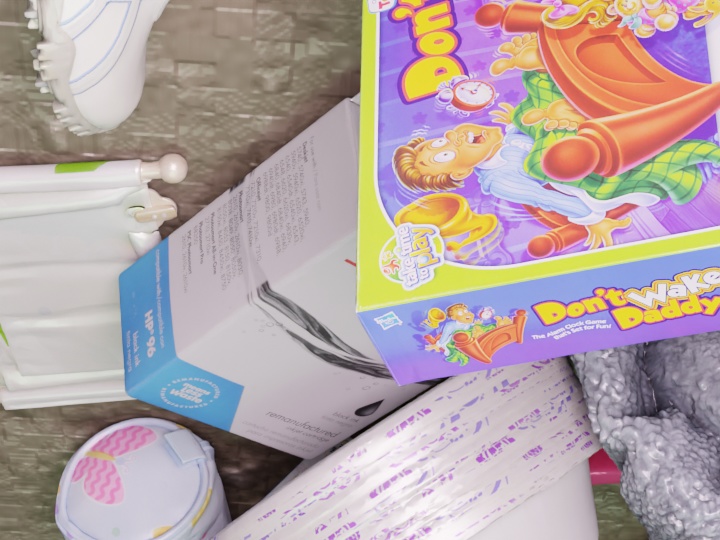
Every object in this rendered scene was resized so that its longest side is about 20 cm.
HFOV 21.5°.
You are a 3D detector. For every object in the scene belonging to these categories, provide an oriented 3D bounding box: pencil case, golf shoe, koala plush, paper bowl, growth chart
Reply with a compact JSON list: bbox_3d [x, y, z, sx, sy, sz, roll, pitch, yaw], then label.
[{"bbox_3d":[-0.101,0.164,1.054,0.090,0.084,0.201,-20,143,-1],"label":"pencil case"},{"bbox_3d":[-0.073,-0.120,0.675,0.096,0.079,0.201,-2,145,-6],"label":"golf shoe"},{"bbox_3d":[0.212,0.056,0.841,0.199,0.185,0.178,-24,139,13],"label":"koala plush"},{"bbox_3d":[0.030,0.122,0.885,0.200,0.105,0.201,-31,174,-4],"label":"paper bowl"},{"bbox_3d":[-0.146,0.012,0.902,0.143,0.018,0.201,1,144,1],"label":"growth chart"}]

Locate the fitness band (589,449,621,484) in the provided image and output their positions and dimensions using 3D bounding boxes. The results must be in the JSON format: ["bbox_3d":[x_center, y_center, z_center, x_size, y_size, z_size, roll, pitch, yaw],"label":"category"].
[{"bbox_3d":[0.118,0.155,1.074,0.142,0.038,0.200,11,142,-13],"label":"fitness band"}]

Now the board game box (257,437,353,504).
[{"bbox_3d":[-0.034,0.192,1.058,0.034,0.134,0.201,35,155,29],"label":"board game box"}]

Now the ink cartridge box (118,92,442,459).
[{"bbox_3d":[0.000,0.000,0.824,0.116,0.068,0.200,23,136,-37],"label":"ink cartridge box"}]

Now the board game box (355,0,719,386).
[{"bbox_3d":[0.069,-0.067,0.632,0.133,0.201,0.045,-11,142,15],"label":"board game box"}]
